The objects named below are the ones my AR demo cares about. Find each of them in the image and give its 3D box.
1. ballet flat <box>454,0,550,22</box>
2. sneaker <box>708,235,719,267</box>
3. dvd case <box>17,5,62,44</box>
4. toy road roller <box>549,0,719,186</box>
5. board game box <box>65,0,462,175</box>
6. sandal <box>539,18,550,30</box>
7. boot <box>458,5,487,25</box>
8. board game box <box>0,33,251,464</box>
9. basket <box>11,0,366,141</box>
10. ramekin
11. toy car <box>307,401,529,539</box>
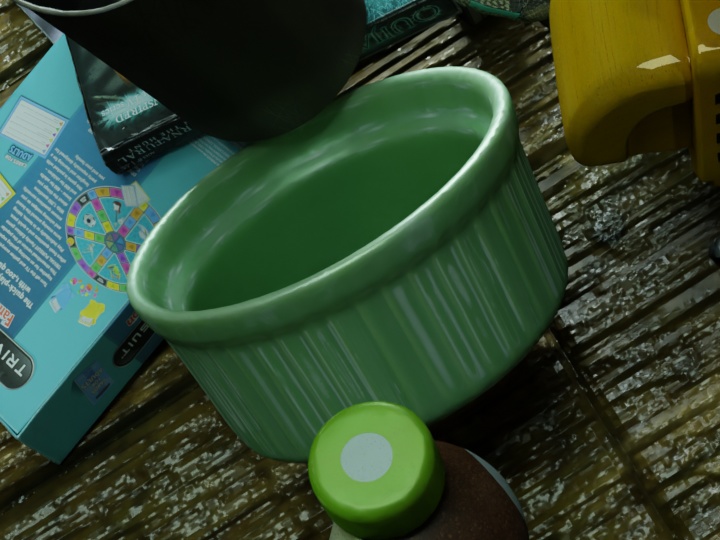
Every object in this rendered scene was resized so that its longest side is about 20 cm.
[{"bbox_3d":[0.067,-0.218,1.240,0.075,0.068,0.200,6,68,-10],"label":"ballet flat"},{"bbox_3d":[0.202,-0.027,1.143,0.082,0.071,0.200,2,66,13],"label":"sneaker"},{"bbox_3d":[-0.101,-0.159,1.390,0.149,0.016,0.200,-42,55,-3],"label":"dvd case"},{"bbox_3d":[0.153,-0.115,1.062,0.146,0.200,0.123,-9,58,4],"label":"toy road roller"},{"bbox_3d":[-0.059,-0.148,1.274,0.200,0.028,0.136,-24,62,13],"label":"board game box"},{"bbox_3d":[0.138,-0.214,1.267,0.082,0.055,0.200,25,76,-5],"label":"sandal"},{"bbox_3d":[0.079,-0.240,1.321,0.153,0.074,0.204,-25,57,6],"label":"boot"},{"bbox_3d":[-0.149,-0.023,1.305,0.151,0.047,0.200,38,88,33],"label":"board game box"},{"bbox_3d":[-0.084,-0.149,1.152,0.136,0.200,0.181,-26,60,12],"label":"basket"},{"bbox_3d":[0.000,0.000,1.161,0.200,0.098,0.200,-25,23,12],"label":"ramekin"},{"bbox_3d":[0.081,0.156,1.052,0.199,0.164,0.158,6,65,17],"label":"toy car"}]
